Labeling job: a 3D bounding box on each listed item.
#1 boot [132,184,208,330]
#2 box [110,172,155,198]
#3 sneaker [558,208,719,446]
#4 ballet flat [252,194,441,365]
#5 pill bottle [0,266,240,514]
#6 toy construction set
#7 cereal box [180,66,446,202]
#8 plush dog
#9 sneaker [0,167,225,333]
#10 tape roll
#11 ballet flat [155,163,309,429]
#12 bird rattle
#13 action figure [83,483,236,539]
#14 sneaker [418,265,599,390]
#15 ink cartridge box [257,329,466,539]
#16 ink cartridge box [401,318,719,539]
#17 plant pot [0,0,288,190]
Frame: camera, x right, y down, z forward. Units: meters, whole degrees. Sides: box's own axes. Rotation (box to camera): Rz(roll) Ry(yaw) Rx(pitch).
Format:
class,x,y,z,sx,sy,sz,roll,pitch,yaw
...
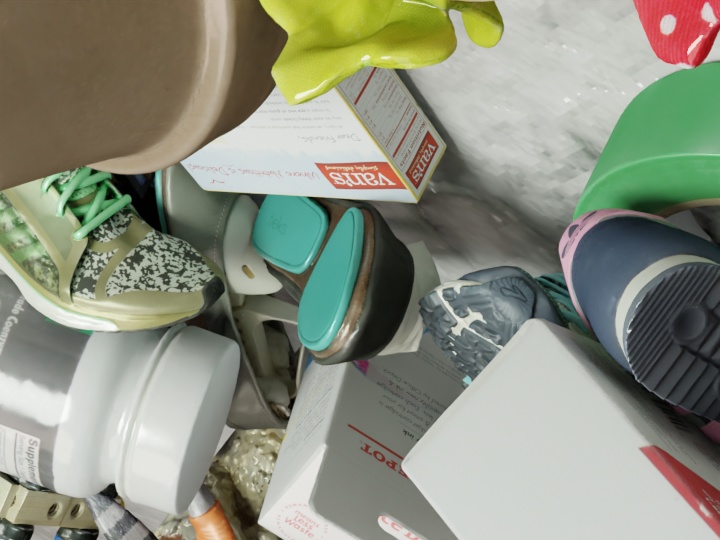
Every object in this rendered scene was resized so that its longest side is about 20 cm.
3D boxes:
class,x,y,z,sx,sy,sz,roll,pitch,yaw
boot,-0.159,-0.029,0.995,0.198,0.075,0.098,25,136,13
box,-0.197,-0.121,0.864,0.135,0.038,0.201,13,151,31
sneaker,0.154,0.036,0.668,0.200,0.070,0.082,39,-173,-36
ballet flat,0.000,0.000,0.800,0.068,0.069,0.200,23,-168,-18
pill bottle,-0.171,0.051,0.887,0.198,0.114,0.113,18,155,6
toy construction set,-0.217,0.122,1.010,0.130,0.093,0.199,27,-162,30
cereal box,-0.066,-0.107,0.749,0.143,0.040,0.200,6,148,39
plush dog,-0.012,0.153,1.080,0.171,0.201,0.160,38,-171,1
sneaker,-0.153,-0.040,0.838,0.199,0.077,0.089,27,132,16
tape roll,0.185,0.000,0.676,0.199,0.048,0.201,23,155,11
ballet flat,-0.060,0.009,0.920,0.063,0.068,0.201,5,133,16
bird rattle,0.039,-0.130,0.529,0.199,0.113,0.164,-6,123,47
action figure,-0.068,0.182,0.983,0.104,0.200,0.194,8,142,50
sneaker,0.085,0.026,0.778,0.078,0.086,0.200,44,174,18
ink cartridge box,0.021,0.100,0.860,0.115,0.201,0.068,33,123,-11
ink cartridge box,0.127,0.111,0.685,0.147,0.083,0.199,50,-165,29
plant pot,-0.149,-0.105,0.606,0.199,0.174,0.202,24,132,30
